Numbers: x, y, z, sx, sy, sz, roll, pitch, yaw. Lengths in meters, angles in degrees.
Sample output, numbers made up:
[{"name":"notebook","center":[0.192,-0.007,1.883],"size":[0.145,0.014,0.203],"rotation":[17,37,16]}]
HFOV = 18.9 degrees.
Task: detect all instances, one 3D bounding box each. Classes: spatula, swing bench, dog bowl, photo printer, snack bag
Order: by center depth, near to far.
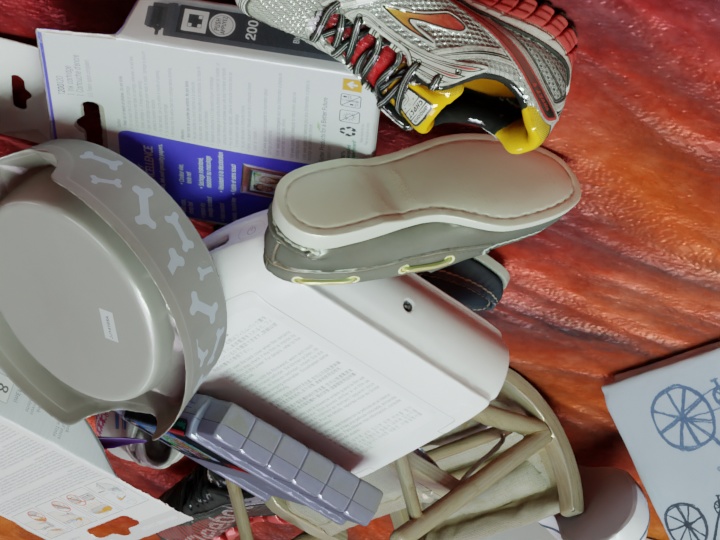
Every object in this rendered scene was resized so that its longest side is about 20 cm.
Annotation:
[{"name":"dog bowl","center":[-0.165,0.009,1.322],"size":[0.200,0.059,0.200],"rotation":[25,136,27]},{"name":"photo printer","center":[-0.031,0.043,1.375],"size":[0.200,0.070,0.166],"rotation":[32,139,-23]},{"name":"snack bag","center":[0.279,0.144,1.509],"size":[0.188,0.200,0.021],"rotation":[-24,180,42]},{"name":"swing bench","center":[0.022,0.151,1.607],"size":[0.200,0.130,0.199],"rotation":[-4,165,-44]},{"name":"spatula","center":[-0.231,0.117,1.630],"size":[0.056,0.021,0.200],"rotation":[6,-176,-39]}]

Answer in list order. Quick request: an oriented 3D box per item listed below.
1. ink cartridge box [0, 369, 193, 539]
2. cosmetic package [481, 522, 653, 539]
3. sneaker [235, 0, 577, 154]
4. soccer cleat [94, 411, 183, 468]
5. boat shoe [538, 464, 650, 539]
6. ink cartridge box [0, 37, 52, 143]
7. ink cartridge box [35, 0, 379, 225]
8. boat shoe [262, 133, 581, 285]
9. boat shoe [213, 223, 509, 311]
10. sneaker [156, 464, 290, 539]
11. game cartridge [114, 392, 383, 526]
[{"name":"ink cartridge box","center":[-0.237,0.136,1.568],"size":[0.200,0.050,0.161],"rotation":[30,148,-26]},{"name":"cosmetic package","center":[0.143,0.255,1.854],"size":[0.200,0.052,0.151],"rotation":[16,148,-13]},{"name":"sneaker","center":[0.026,-0.124,1.173],"size":[0.200,0.082,0.078],"rotation":[18,150,-14]},{"name":"soccer cleat","center":[-0.166,0.121,1.664],"size":[0.070,0.087,0.200],"rotation":[17,150,-14]},{"name":"boat shoe","center":[0.184,0.191,1.637],"size":[0.065,0.074,0.200],"rotation":[46,177,-11]},{"name":"ink cartridge box","center":[-0.294,-0.099,1.324],"size":[0.199,0.068,0.117],"rotation":[9,151,0]},{"name":"ink cartridge box","center":[-0.087,-0.091,1.305],"size":[0.199,0.043,0.198],"rotation":[8,151,1]},{"name":"boat shoe","center":[0.036,-0.033,1.291],"size":[0.201,0.072,0.060],"rotation":[-8,144,-25]},{"name":"boat shoe","center":[0.000,0.000,1.423],"size":[0.200,0.062,0.075],"rotation":[17,151,-13]},{"name":"sneaker","center":[-0.108,0.174,1.760],"size":[0.200,0.071,0.098],"rotation":[-19,141,37]},{"name":"game cartridge","center":[-0.081,0.120,1.440],"size":[0.129,0.038,0.200],"rotation":[28,170,-23]}]
